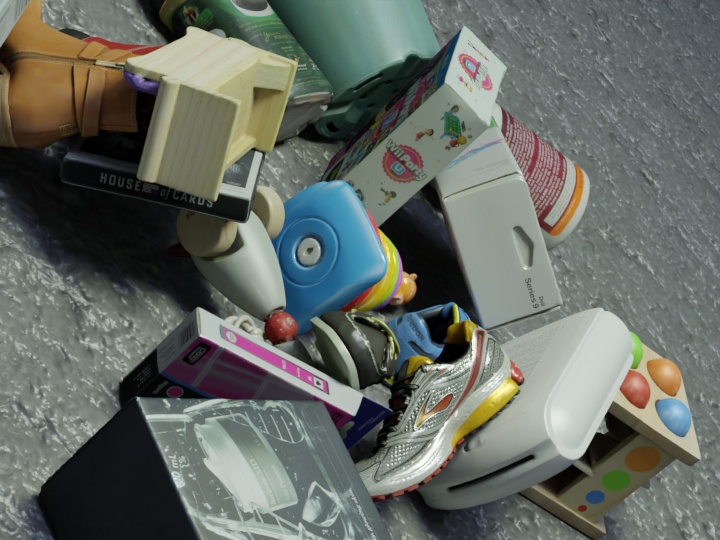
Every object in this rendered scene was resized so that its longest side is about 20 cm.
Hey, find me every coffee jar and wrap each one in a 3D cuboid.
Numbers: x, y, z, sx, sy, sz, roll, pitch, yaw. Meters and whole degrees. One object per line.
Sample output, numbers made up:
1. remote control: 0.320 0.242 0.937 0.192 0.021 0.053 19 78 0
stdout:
1. coffee jar: -0.119 -0.222 1.771 0.104 0.085 0.201 -14 66 -52

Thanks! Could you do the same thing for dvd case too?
1. dvd case: -0.155 -0.091 1.493 0.149 0.025 0.200 12 18 -3

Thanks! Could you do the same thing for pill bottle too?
1. pill bottle: 0.142 -0.113 1.977 0.199 0.114 0.115 34 30 -25

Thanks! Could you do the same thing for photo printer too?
1. photo printer: 0.138 0.126 1.589 0.070 0.166 0.200 55 37 -12

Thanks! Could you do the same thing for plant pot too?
1. plant pot: -0.017 -0.255 1.859 0.200 0.200 0.197 -1 60 -55

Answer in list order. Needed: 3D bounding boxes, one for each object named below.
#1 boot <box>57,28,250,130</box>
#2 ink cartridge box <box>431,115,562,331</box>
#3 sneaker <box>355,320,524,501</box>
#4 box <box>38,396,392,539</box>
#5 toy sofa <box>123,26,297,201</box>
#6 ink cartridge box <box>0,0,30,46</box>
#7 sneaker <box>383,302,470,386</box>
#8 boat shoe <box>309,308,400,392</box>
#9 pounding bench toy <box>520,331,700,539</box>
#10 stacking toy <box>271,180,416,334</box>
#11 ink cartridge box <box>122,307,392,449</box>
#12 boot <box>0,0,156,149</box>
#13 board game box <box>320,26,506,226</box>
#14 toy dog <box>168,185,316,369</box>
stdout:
1. boot: -0.188 -0.180 1.594 0.143 0.073 0.199 22 22 27
2. ink cartridge box: 0.127 -0.049 1.791 0.200 0.087 0.146 -106 176 -70
3. sneaker: 0.044 0.118 1.507 0.200 0.078 0.082 -42 104 -29
4. box: -0.082 0.200 1.244 0.196 0.124 0.201 5 50 -50
5. toy sofa: -0.124 -0.127 1.444 0.097 0.084 0.200 19 18 5
6. ink cartridge box: -0.366 -0.206 1.397 0.198 0.041 0.200 12 35 1
7. sneaker: 0.089 0.070 1.707 0.199 0.078 0.066 6 46 -54
8. boat shoe: -0.001 0.062 1.497 0.072 0.060 0.201 62 -4 5
9. pounding bench toy: 0.226 0.117 1.754 0.124 0.156 0.201 33 30 -25
10. stacking toy: 0.000 0.000 1.661 0.200 0.116 0.110 20 39 -60
11. ink cartridge box: -0.076 0.105 1.401 0.199 0.095 0.037 28 33 -33
12. boot: -0.233 -0.167 1.465 0.074 0.153 0.201 80 11 -46
13. board game box: 0.045 -0.124 1.757 0.064 0.200 0.148 42 27 -12
14. toy dog: -0.104 0.026 1.499 0.131 0.096 0.202 21 52 -46
